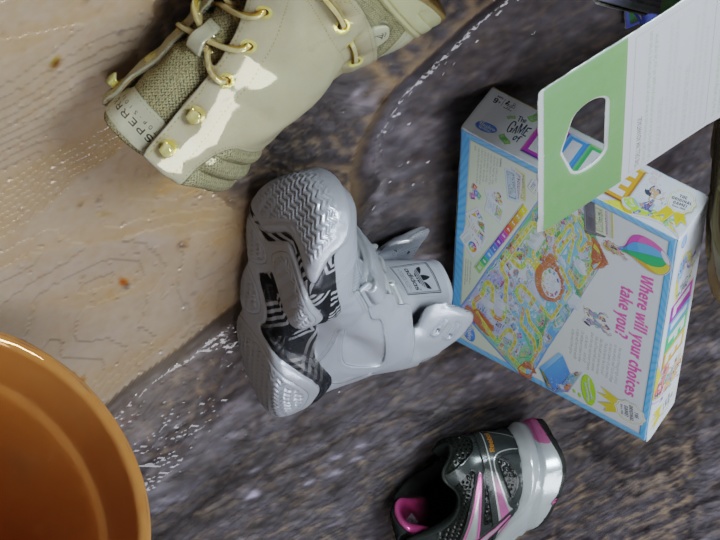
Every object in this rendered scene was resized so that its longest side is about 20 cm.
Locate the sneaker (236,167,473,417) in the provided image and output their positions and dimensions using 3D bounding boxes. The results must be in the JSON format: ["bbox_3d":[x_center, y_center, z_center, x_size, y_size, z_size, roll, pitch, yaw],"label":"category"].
[{"bbox_3d":[0.000,0.000,1.605,0.114,0.075,0.200,-18,152,-19],"label":"sneaker"}]

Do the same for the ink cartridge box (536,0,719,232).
[{"bbox_3d":[0.154,-0.114,1.400,0.199,0.048,0.146,-30,156,-11],"label":"ink cartridge box"}]

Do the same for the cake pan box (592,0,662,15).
[{"bbox_3d":[0.168,-0.199,1.381,0.200,0.052,0.184,4,134,-53],"label":"cake pan box"}]

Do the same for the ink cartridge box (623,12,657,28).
[{"bbox_3d":[0.187,-0.193,1.510,0.119,0.042,0.200,-24,150,-8],"label":"ink cartridge box"}]

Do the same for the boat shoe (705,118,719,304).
[{"bbox_3d":[0.217,-0.074,1.590,0.071,0.201,0.065,20,150,-1],"label":"boat shoe"}]

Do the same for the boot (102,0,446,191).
[{"bbox_3d":[-0.062,-0.117,1.384,0.155,0.073,0.200,-39,153,10],"label":"boot"}]

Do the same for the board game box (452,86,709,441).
[{"bbox_3d":[0.116,0.000,1.640,0.034,0.134,0.200,-51,160,-29],"label":"board game box"}]

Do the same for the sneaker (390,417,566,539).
[{"bbox_3d":[0.052,0.165,1.896,0.086,0.081,0.201,3,130,-24],"label":"sneaker"}]

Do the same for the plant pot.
[{"bbox_3d":[-0.226,0.145,1.535,0.199,0.201,0.140,-6,158,-33],"label":"plant pot"}]
